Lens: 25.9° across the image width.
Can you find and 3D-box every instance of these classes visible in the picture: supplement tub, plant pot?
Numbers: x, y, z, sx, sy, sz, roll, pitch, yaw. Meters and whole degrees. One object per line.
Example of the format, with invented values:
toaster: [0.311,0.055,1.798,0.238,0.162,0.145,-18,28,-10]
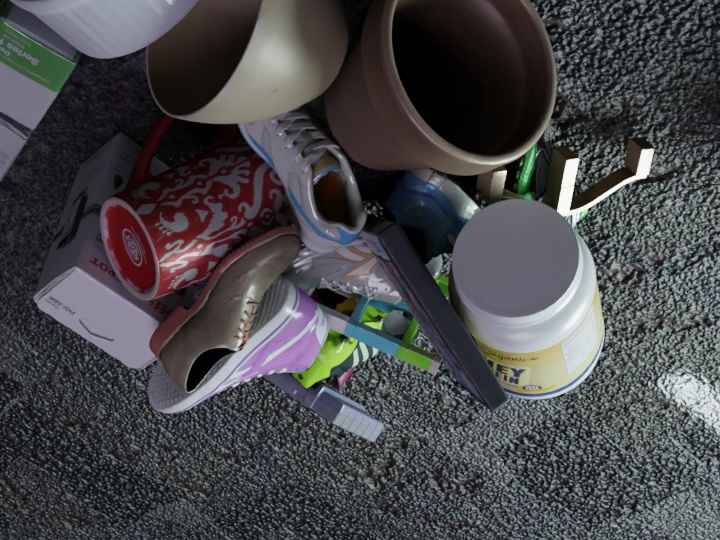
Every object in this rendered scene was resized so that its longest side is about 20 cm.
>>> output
supplement tub: [0.163,0.029,1.536,0.142,0.146,0.200,-1,155,13]
plant pot: [0.056,-0.174,1.465,0.199,0.202,0.174,32,153,-23]
plant pot: [-0.089,-0.222,1.436,0.133,0.202,0.200,14,143,-36]

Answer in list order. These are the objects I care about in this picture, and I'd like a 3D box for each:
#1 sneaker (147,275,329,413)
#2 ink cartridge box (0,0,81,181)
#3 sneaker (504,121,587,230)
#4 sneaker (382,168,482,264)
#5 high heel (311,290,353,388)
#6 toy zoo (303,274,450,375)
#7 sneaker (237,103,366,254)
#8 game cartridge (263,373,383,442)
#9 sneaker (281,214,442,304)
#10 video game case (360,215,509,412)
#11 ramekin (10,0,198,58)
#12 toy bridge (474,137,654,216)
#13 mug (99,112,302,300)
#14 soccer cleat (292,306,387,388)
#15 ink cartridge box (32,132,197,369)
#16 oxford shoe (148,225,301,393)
sneaker: [-0.119,0.099,1.626,0.199,0.073,0.114,-34,141,14]
ink cartridge box: [-0.329,-0.205,1.515,0.084,0.147,0.200,29,134,-18]
sneaker: [0.188,-0.088,1.606,0.084,0.079,0.201,-11,138,0]
sneaker: [0.080,-0.046,1.617,0.090,0.078,0.200,-45,141,4]
high heel: [-0.082,0.051,1.775,0.198,0.097,0.067,27,151,-18]
toy zoo: [0.011,0.025,1.689,0.198,0.132,0.021,24,133,5]
sneaker: [-0.054,-0.117,1.521,0.201,0.076,0.081,60,155,-4]
game cartridge: [-0.075,0.125,1.801,0.199,0.039,0.130,31,174,27]
sneaker: [0.000,0.000,1.644,0.198,0.093,0.076,-21,178,-15]
video game case: [0.068,0.038,1.537,0.025,0.181,0.201,-33,97,-3]
ramekin: [-0.213,-0.284,1.374,0.199,0.202,0.098,-18,139,28]
toy bridge: [0.198,-0.087,1.544,0.198,0.027,0.068,-10,126,-25]
mug: [-0.164,-0.070,1.583,0.178,0.199,0.134,49,144,22]
soccer cleat: [-0.013,0.079,1.744,0.067,0.199,0.081,42,115,16]
ink cartridge box: [-0.244,-0.021,1.657,0.146,0.202,0.083,36,132,-27]
oxford shoe: [-0.120,0.040,1.545,0.200,0.075,0.070,-46,151,19]
